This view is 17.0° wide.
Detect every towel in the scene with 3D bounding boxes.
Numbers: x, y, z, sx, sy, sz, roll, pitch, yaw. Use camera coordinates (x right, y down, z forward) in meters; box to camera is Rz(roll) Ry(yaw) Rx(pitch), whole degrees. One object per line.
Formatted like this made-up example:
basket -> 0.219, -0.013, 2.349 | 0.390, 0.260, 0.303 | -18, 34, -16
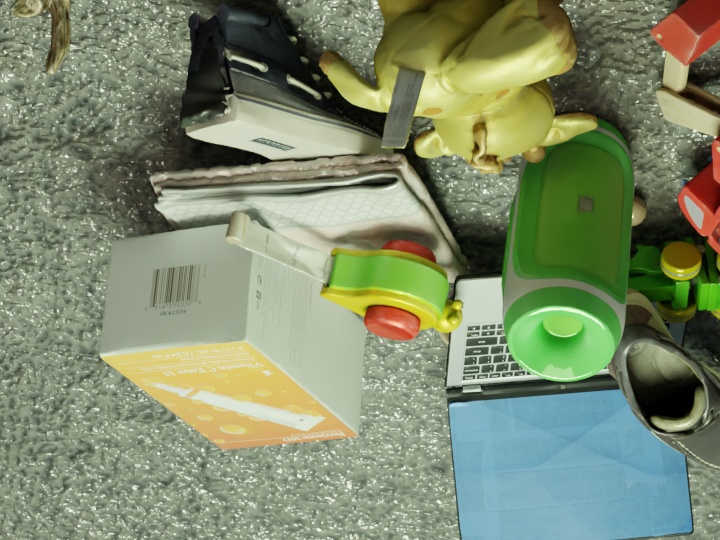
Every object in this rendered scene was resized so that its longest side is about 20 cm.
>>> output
towel -> -0.037, -0.027, 1.794 | 0.199, 0.032, 0.191 | -4, 155, 15

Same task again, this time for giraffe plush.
giraffe plush -> 0.086, -0.139, 1.631 | 0.172, 0.200, 0.162 | 23, 169, 31

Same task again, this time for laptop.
laptop -> 0.165, 0.104, 1.837 | 0.186, 0.116, 0.200 | -5, 138, -7

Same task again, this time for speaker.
speaker -> 0.147, -0.019, 1.692 | 0.088, 0.200, 0.089 | 5, 134, 5

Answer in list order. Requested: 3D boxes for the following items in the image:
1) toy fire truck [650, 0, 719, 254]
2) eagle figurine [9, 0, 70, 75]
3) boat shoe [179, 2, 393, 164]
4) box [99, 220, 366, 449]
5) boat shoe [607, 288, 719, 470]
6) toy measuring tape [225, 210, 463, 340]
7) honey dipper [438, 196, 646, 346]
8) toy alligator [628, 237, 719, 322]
toy fire truck -> 0.250, -0.101, 1.677 | 0.141, 0.049, 0.200 | 47, 158, 11
eagle figurine -> -0.194, -0.255, 1.573 | 0.151, 0.152, 0.200 | -24, 155, -16
boat shoe -> -0.047, -0.128, 1.717 | 0.074, 0.093, 0.200 | -11, 163, 36
box -> -0.093, 0.053, 1.822 | 0.124, 0.098, 0.200 | -7, 154, 24
boat shoe -> 0.232, 0.094, 1.784 | 0.072, 0.065, 0.200 | -32, 127, 11
toy measuring tape -> 0.000, 0.000, 1.736 | 0.200, 0.074, 0.074 | 26, 134, -30
honey dipper -> 0.138, 0.000, 1.829 | 0.038, 0.038, 0.200 | 37, 127, -24
toy alligator -> 0.227, 0.000, 1.782 | 0.199, 0.054, 0.059 | -1, 138, 0
